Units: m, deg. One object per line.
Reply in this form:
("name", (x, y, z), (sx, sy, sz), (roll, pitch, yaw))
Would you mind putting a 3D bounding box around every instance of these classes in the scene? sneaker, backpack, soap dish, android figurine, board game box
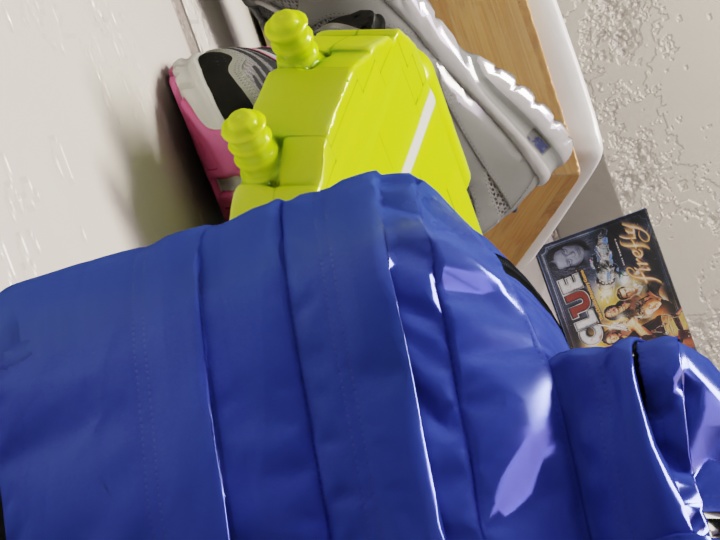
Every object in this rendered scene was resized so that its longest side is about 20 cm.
("sneaker", (0.001, -0.084, 0.951), (0.200, 0.082, 0.075), (37, -6, -14))
("backpack", (0.013, 0.084, 0.438), (0.163, 0.167, 0.200), (70, 1, -54))
("sneaker", (-0.016, -0.063, 0.839), (0.200, 0.087, 0.074), (-52, 122, -80))
("soap dish", (0.054, -0.083, 1.168), (0.200, 0.081, 0.158), (118, -43, -68))
("android figurine", (0.000, 0.000, 0.746), (0.200, 0.041, 0.182), (64, 36, -46))
("board game box", (0.293, 0.046, 2.425), (0.035, 0.135, 0.200), (3, 67, -81))

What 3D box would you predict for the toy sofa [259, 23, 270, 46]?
("toy sofa", (-0.014, -0.146, 1.064), (0.098, 0.083, 0.200), (18, 53, -79))
